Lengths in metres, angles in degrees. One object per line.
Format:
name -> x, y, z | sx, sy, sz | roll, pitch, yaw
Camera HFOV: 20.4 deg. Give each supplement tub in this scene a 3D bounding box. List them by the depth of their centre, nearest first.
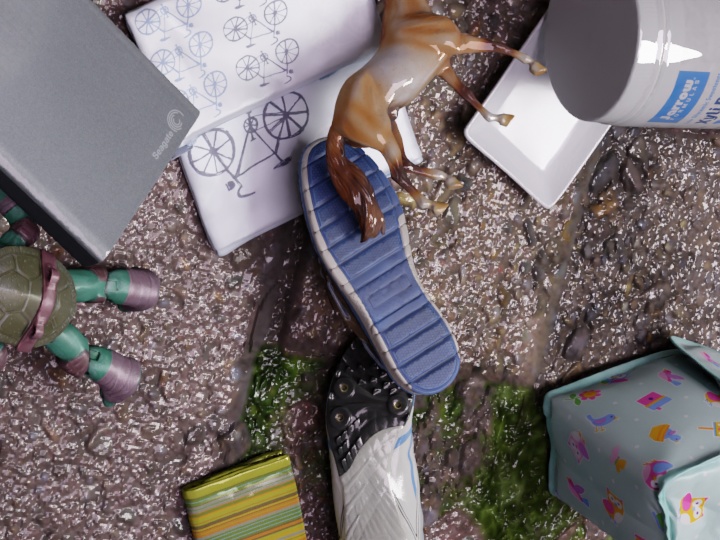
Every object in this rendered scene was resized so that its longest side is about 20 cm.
supplement tub -> 0.252, -0.171, 1.494 | 0.198, 0.132, 0.133 | -2, 105, -27

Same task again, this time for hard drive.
hard drive -> -0.209, -0.119, 1.307 | 0.200, 0.033, 0.140 | 45, 55, -23

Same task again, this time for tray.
tray -> 0.164, -0.158, 1.539 | 0.107, 0.022, 0.201 | 38, 85, -31

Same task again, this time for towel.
towel -> -0.078, 0.239, 1.530 | 0.085, 0.018, 0.202 | -17, 112, -17

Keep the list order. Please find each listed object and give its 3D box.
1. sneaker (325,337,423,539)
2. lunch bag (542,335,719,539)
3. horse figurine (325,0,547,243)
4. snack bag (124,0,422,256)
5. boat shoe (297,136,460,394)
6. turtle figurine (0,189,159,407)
sneaker -> 0.011, 0.145, 1.529 | 0.071, 0.072, 0.202 | -2, 94, 2
lunch bag -> 0.271, 0.138, 1.592 | 0.199, 0.170, 0.123 | -19, 120, -22
horse figurine -> 0.036, -0.121, 1.415 | 0.132, 0.050, 0.201 | 36, 76, 2
snack bag -> -0.057, -0.127, 1.433 | 0.187, 0.021, 0.202 | -26, 115, -20
boat shoe -> 0.000, 0.000, 1.456 | 0.072, 0.072, 0.201 | -26, 98, -22
turtle figurine -> -0.232, 0.019, 1.343 | 0.199, 0.100, 0.151 | 21, 94, -36
